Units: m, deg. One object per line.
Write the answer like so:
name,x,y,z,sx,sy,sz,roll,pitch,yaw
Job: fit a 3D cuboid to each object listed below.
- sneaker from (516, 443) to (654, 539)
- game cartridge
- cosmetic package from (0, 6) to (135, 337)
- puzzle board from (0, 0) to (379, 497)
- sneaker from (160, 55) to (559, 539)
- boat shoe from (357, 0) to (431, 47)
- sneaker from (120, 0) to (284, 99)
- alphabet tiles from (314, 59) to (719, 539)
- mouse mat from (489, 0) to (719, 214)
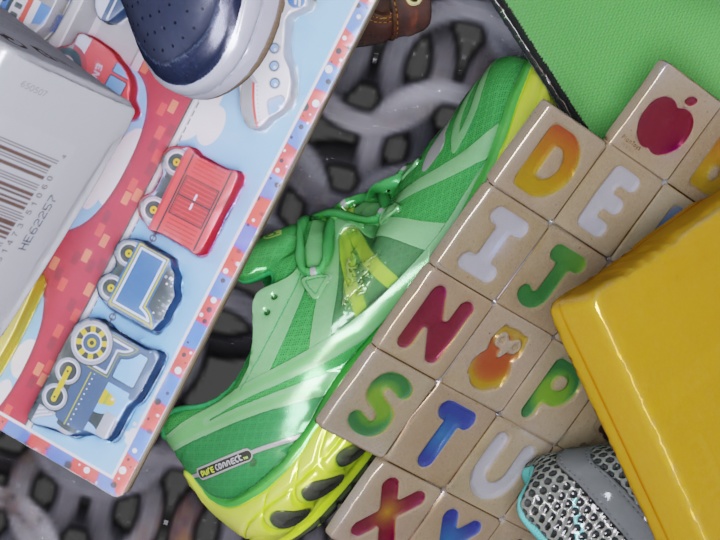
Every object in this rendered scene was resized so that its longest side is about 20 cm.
sneaker,0.090,0.145,0.983,0.091,0.078,0.201,3,111,4
game cartridge,0.169,0.045,0.940,0.200,0.032,0.177,-31,101,-35
cosmetic package,-0.178,-0.067,0.894,0.200,0.074,0.102,38,98,34
puzzle board,-0.099,-0.047,0.917,0.150,0.017,0.200,28,93,13
sneaker,0.000,0.000,0.958,0.084,0.074,0.200,36,87,12
boat shoe,-0.014,-0.175,0.940,0.070,0.070,0.201,-7,106,-7
sneaker,-0.087,-0.154,0.851,0.070,0.108,0.201,-20,71,37
alphabet tiles,0.077,0.028,0.957,0.166,0.006,0.200,30,98,-41
mouse mat,0.132,-0.136,0.955,0.200,0.008,0.161,-36,101,-12
